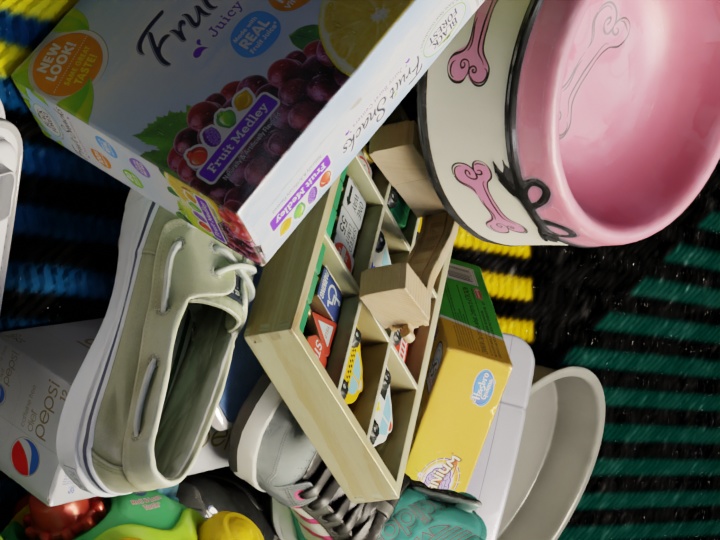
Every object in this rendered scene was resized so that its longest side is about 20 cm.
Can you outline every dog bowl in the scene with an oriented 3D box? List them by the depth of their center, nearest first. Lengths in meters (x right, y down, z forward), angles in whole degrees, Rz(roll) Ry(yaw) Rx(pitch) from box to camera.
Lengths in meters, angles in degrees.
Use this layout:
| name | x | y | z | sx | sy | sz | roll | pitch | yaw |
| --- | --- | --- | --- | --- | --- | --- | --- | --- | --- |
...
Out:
| name | x | y | z | sx | sy | sz | roll | pitch | yaw |
| --- | --- | --- | --- | --- | --- | --- | --- | --- | --- |
| dog bowl | 0.120 | -0.102 | 1.199 | 0.200 | 0.074 | 0.201 | -23 | 122 | -42 |

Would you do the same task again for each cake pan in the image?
| name | x | y | z | sx | sy | sz | roll | pitch | yaw |
| --- | --- | --- | --- | --- | --- | --- | --- | --- | --- |
| cake pan | 0.095 | 0.148 | 1.632 | 0.200 | 0.037 | 0.201 | -37 | 144 | -34 |

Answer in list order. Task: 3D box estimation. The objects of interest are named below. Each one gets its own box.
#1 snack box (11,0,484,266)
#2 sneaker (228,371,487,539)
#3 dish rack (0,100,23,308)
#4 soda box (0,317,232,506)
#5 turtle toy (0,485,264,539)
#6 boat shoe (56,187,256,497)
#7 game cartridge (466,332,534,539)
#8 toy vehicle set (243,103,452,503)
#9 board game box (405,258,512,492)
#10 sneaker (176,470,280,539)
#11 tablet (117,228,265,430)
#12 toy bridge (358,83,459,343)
| name | x | y | z | sx | sy | sz | roll | pitch | yaw |
| --- | --- | --- | --- | --- | --- | --- | --- | --- | --- |
| snack box | -0.040 | -0.118 | 1.085 | 0.200 | 0.142 | 0.053 | -51 | 150 | -17 |
| sneaker | 0.004 | 0.123 | 1.244 | 0.084 | 0.120 | 0.200 | -56 | 157 | -16 |
| dish rack | -0.217 | 0.025 | 1.044 | 0.171 | 0.043 | 0.201 | -20 | 131 | -47 |
| soda box | -0.105 | 0.064 | 1.221 | 0.200 | 0.068 | 0.064 | -7 | 122 | -54 |
| turtle toy | -0.152 | 0.157 | 1.196 | 0.146 | 0.101 | 0.200 | -46 | 158 | 29 |
| boat shoe | -0.078 | 0.014 | 1.109 | 0.072 | 0.062 | 0.201 | 37 | 63 | -48 |
| game cartridge | 0.056 | 0.135 | 1.437 | 0.133 | 0.041 | 0.201 | -179 | -76 | -75 |
| toy vehicle set | 0.000 | 0.000 | 1.197 | 0.124 | 0.026 | 0.200 | 59 | 32 | -38 |
| board game box | 0.030 | 0.109 | 1.405 | 0.153 | 0.040 | 0.201 | -102 | -150 | -69 |
| sneaker | -0.066 | 0.132 | 1.360 | 0.088 | 0.075 | 0.200 | -68 | 156 | -15 |
| tablet | -0.046 | -0.030 | 1.212 | 0.200 | 0.014 | 0.130 | -54 | 133 | -37 |
| toy bridge | 0.030 | -0.050 | 1.214 | 0.067 | 0.027 | 0.201 | 51 | 36 | -48 |
